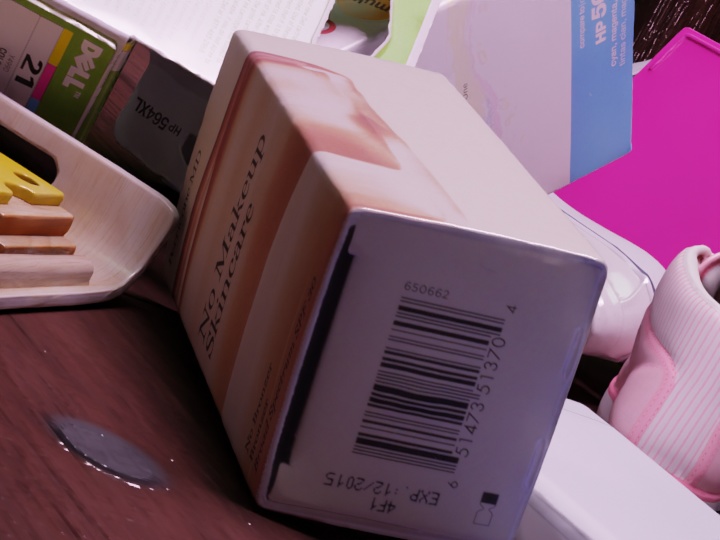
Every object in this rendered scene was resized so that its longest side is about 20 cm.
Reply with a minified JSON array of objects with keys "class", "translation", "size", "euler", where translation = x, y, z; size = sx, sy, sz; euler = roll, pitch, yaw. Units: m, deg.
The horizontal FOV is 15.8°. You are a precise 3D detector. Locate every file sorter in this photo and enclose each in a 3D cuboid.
[{"class":"file sorter","translation":[0.197,0.004,1.267],"size":[0.200,0.139,0.126],"euler":[35,-16,41]}]

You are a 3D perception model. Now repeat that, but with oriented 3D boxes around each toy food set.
[{"class":"toy food set","translation":[-0.154,-0.049,0.842],"size":[0.143,0.061,0.200],"euler":[32,10,16]}]

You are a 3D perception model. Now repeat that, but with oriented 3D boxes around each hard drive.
[{"class":"hard drive","translation":[0.091,0.090,0.923],"size":[0.131,0.027,0.200],"euler":[21,13,-39]}]

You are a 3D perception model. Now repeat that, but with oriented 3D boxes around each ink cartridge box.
[{"class":"ink cartridge box","translation":[-0.078,-0.110,1.004],"size":[0.199,0.076,0.148],"euler":[29,47,-7]},{"class":"ink cartridge box","translation":[0.004,-0.089,1.116],"size":[0.199,0.126,0.128],"euler":[-27,44,-30]}]

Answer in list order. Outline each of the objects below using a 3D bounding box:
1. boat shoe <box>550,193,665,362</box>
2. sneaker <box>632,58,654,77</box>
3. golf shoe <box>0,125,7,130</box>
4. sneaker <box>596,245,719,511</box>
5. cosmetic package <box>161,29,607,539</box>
[{"class":"boat shoe","translation":[0.057,-0.010,1.227],"size":[0.065,0.072,0.200],"euler":[-1,29,-47]},{"class":"sneaker","translation":[0.115,-0.054,1.365],"size":[0.114,0.199,0.076],"euler":[-46,117,-71]},{"class":"golf shoe","translation":[-0.179,-0.126,1.067],"size":[0.078,0.095,0.200],"euler":[22,13,-38]},{"class":"sneaker","translation":[0.151,0.043,1.109],"size":[0.075,0.105,0.200],"euler":[28,8,7]},{"class":"cosmetic package","translation":[0.000,0.000,0.850],"size":[0.087,0.104,0.200],"euler":[12,15,-17]}]
